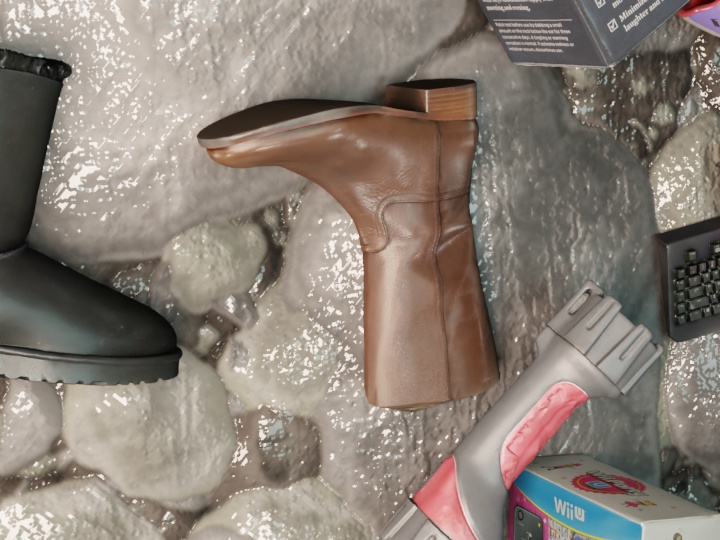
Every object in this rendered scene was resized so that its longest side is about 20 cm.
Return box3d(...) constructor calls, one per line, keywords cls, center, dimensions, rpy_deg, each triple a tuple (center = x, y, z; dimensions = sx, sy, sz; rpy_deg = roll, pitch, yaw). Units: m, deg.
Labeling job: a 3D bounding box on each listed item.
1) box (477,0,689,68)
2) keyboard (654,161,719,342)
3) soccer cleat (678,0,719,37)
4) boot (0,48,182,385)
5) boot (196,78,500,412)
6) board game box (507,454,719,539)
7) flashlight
box3d(cls="box", center=(0.120, -0.240, 0.851), dimensions=(0.148, 0.107, 0.201), rpy_deg=(-40, 114, -17))
box3d(cls="keyboard", center=(0.285, -0.032, 1.018), dimensions=(0.199, 0.021, 0.128), rpy_deg=(-15, 105, -26))
box3d(cls="soccer cleat", center=(0.250, -0.247, 0.944), dimensions=(0.073, 0.068, 0.202), rpy_deg=(4, 97, -20))
box3d(cls="boot", center=(-0.175, -0.029, 0.752), dimensions=(0.197, 0.073, 0.164), rpy_deg=(6, 91, -28))
box3d(cls="boot", center=(0.000, 0.000, 0.853), dimensions=(0.185, 0.064, 0.202), rpy_deg=(-11, 107, -27))
box3d(cls="board game box", center=(0.148, 0.228, 0.913), dimensions=(0.064, 0.147, 0.202), rpy_deg=(0, 97, -25))
box3d(cls="flashlight", center=(0.100, 0.106, 0.894), dimensions=(0.200, 0.068, 0.068), rpy_deg=(-47, 128, -1))
